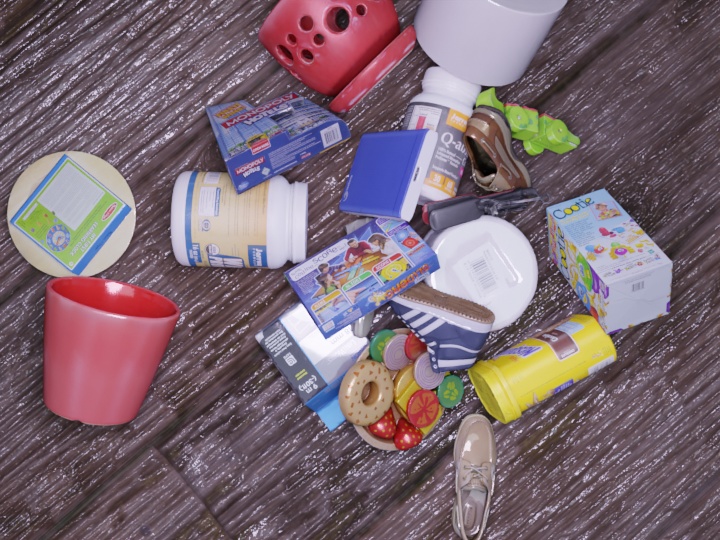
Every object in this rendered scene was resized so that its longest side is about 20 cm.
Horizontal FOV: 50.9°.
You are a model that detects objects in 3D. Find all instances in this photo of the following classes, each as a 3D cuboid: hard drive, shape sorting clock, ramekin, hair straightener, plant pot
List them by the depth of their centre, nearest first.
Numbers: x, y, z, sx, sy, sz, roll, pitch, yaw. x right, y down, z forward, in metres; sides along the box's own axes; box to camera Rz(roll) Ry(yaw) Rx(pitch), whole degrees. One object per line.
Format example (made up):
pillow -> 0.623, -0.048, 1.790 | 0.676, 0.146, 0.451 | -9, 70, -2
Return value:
hair straightener -> 0.196, -0.090, 1.135 | 0.197, 0.077, 0.041 | -8, 114, -10
plant pot -> -0.388, 0.122, 1.140 | 0.198, 0.200, 0.180 | 15, 97, -2
hard drive -> 0.038, -0.147, 1.154 | 0.025, 0.199, 0.134 | 19, 88, -27
plant pot -> -0.029, -0.358, 1.158 | 0.200, 0.200, 0.183 | -44, 100, -3
ramekin -> 0.185, 0.005, 1.205 | 0.198, 0.098, 0.203 | 0, 89, -2
shape sorting clock -> -0.459, -0.088, 1.207 | 0.197, 0.039, 0.203 | 0, 88, -4

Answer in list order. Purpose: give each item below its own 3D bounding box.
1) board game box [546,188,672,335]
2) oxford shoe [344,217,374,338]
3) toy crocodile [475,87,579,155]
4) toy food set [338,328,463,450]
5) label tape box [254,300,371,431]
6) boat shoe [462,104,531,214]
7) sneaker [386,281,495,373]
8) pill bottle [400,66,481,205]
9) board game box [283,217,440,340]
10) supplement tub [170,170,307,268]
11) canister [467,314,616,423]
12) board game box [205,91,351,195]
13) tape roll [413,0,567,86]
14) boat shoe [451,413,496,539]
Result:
board game box -> 0.374, -0.017, 1.154 | 0.104, 0.201, 0.104 | -18, 130, -2
oxford shoe -> -0.005, 0.011, 1.194 | 0.057, 0.075, 0.203 | -1, 68, 7
toy crocodile -> 0.266, -0.232, 1.205 | 0.198, 0.067, 0.063 | 13, 72, -25
toy food set -> 0.066, 0.184, 1.185 | 0.198, 0.048, 0.200 | -48, 115, -17
label tape box -> -0.052, 0.139, 1.208 | 0.144, 0.063, 0.201 | -37, 90, -3
boat shoe -> 0.205, -0.161, 1.180 | 0.074, 0.075, 0.201 | -49, 130, -21
sneaker -> 0.094, 0.081, 1.138 | 0.198, 0.070, 0.110 | 21, 119, 13
pill bottle -> 0.119, -0.208, 1.197 | 0.115, 0.116, 0.202 | 18, 88, -2
board game box -> 0.000, 0.000, 1.116 | 0.199, 0.136, 0.035 | -31, 135, -8
supplement tub -> -0.182, -0.077, 1.167 | 0.197, 0.145, 0.147 | 2, 89, -2
canister -> 0.282, 0.149, 1.183 | 0.198, 0.149, 0.087 | -27, 91, -5
board game box -> -0.150, -0.218, 1.163 | 0.199, 0.200, 0.062 | -30, 129, -18
tape roll -> 0.195, -0.402, 1.150 | 0.200, 0.140, 0.205 | 9, 54, -13
boat shoe -> 0.184, 0.335, 1.214 | 0.071, 0.065, 0.203 | 7, 89, -2
